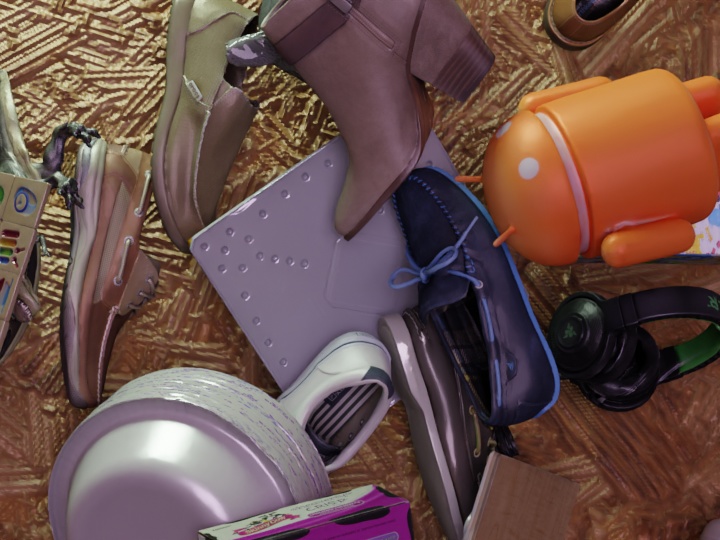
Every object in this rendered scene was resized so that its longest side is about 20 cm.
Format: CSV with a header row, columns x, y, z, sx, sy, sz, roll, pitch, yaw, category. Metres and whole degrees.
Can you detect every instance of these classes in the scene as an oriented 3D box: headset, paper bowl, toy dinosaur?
x,y,z,sx,sy,sz,roll,pitch,yaw,category
0.185,0.075,1.530,0.200,0.123,0.094,-19,61,19,headset
-0.127,0.178,1.435,0.200,0.104,0.201,7,112,17,paper bowl
-0.235,-0.067,1.463,0.088,0.047,0.201,-15,66,29,toy dinosaur

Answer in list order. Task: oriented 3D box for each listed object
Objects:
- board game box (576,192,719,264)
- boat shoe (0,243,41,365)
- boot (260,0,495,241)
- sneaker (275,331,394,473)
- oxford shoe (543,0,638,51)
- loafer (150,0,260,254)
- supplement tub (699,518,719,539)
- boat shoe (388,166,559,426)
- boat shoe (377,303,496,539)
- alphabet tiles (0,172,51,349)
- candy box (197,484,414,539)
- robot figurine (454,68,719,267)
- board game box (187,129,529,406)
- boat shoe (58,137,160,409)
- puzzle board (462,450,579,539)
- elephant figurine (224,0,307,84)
x,y,z,sx,sy,sz,roll,pitch,yaw,category
0.261,-0.058,1.553,0.199,0.103,0.105,2,86,-8,board game box
-0.288,0.048,1.480,0.072,0.066,0.201,24,83,-4,boat shoe
-0.007,-0.135,1.432,0.146,0.070,0.200,34,110,-10,boot
-0.050,0.131,1.485,0.073,0.071,0.200,32,105,-17,sneaker
0.223,-0.255,1.575,0.071,0.071,0.200,37,81,-4,oxford shoe
-0.112,-0.112,1.507,0.067,0.076,0.201,1,87,12,loafer
0.296,0.301,1.519,0.145,0.145,0.200,21,84,-7,supplement tub
0.074,0.016,1.452,0.069,0.084,0.200,-20,71,-35,boat shoe
0.069,0.120,1.519,0.060,0.072,0.202,-20,104,-13,boat shoe
-0.310,0.020,1.453,0.167,0.008,0.200,13,84,35,alphabet tiles
-0.026,0.259,1.373,0.136,0.061,0.201,-12,102,-25,candy box
0.173,-0.071,1.429,0.200,0.117,0.144,-18,88,-8,robot figurine
0.000,0.000,1.519,0.200,0.026,0.200,-36,112,-9,board game box
-0.182,0.003,1.497,0.072,0.076,0.201,6,88,-11,boat shoe
0.099,0.241,1.506,0.017,0.151,0.200,15,84,31,puzzle board
-0.013,-0.242,1.518,0.141,0.155,0.201,-7,79,19,elephant figurine
